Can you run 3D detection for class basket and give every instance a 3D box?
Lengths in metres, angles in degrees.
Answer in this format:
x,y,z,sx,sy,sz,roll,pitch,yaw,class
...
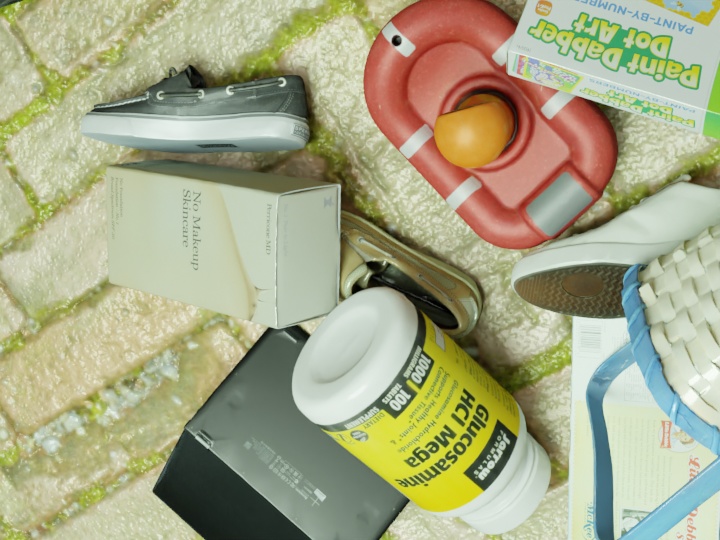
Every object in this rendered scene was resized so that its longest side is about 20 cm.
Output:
x,y,z,sx,sy,sz,roll,pitch,yaw,class
0.220,0.072,0.649,0.139,0.177,0.200,37,122,-16,basket

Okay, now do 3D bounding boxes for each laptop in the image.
x,y,z,sx,sy,sz,roll,pitch,yaw,class
-0.062,0.180,0.903,0.187,0.116,0.200,39,81,6,laptop

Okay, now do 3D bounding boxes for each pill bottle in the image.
x,y,z,sx,sy,sz,roll,pitch,yaw,class
0.053,0.113,0.766,0.112,0.113,0.200,-37,119,21,pill bottle

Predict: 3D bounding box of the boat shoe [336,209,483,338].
x,y,z,sx,sy,sz,roll,pitch,yaw,class
0.000,0.000,0.809,0.199,0.076,0.072,18,107,13,boat shoe

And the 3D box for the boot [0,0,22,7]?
x,y,z,sx,sy,sz,roll,pitch,yaw,class
-0.300,-0.291,0.856,0.199,0.068,0.132,-12,102,27,boot

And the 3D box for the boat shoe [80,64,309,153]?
x,y,z,sx,sy,sz,roll,pitch,yaw,class
-0.136,-0.135,0.833,0.198,0.070,0.067,2,85,20,boat shoe

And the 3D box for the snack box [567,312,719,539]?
x,y,z,sx,sy,sz,roll,pitch,yaw,class
0.222,0.130,0.787,0.115,0.037,0.202,3,102,18,snack box

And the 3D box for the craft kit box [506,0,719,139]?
x,y,z,sx,sy,sz,roll,pitch,yaw,class
0.222,-0.196,0.674,0.199,0.049,0.199,19,83,12,craft kit box

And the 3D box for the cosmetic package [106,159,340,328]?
x,y,z,sx,sy,sz,roll,pitch,yaw,class
-0.113,-0.027,0.806,0.199,0.073,0.104,11,106,39,cosmetic package

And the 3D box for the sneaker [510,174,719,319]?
x,y,z,sx,sy,sz,roll,pitch,yaw,class
0.210,-0.020,0.746,0.198,0.085,0.073,-9,140,19,sneaker

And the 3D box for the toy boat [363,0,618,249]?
x,y,z,sx,sy,sz,roll,pitch,yaw,class
0.086,-0.106,0.731,0.200,0.131,0.131,47,110,3,toy boat
